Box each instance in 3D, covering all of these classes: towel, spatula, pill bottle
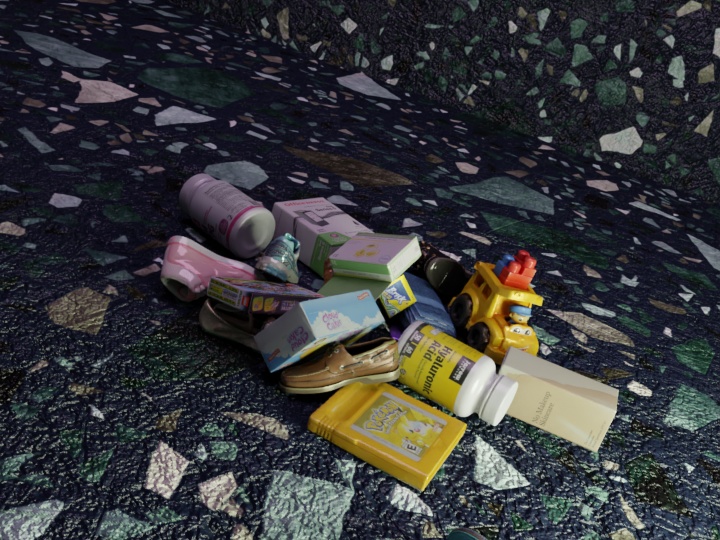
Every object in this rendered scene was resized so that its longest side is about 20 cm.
[{"bbox_3d":[0.121,0.071,1.590,0.112,0.049,0.200,19,22,-21],"label":"towel"},{"bbox_3d":[0.028,0.089,1.522,0.200,0.021,0.057,29,23,-10],"label":"spatula"},{"bbox_3d":[0.155,0.175,1.347,0.200,0.111,0.111,27,28,22],"label":"pill bottle"},{"bbox_3d":[-0.280,-0.118,1.672,0.200,0.113,0.113,34,31,33],"label":"pill bottle"}]

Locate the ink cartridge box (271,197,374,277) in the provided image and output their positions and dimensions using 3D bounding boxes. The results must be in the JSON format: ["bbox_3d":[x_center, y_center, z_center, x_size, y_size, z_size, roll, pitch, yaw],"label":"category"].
[{"bbox_3d":[-0.083,-0.075,1.736,0.145,0.084,0.200,-11,37,-44],"label":"ink cartridge box"}]

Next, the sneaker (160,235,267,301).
[{"bbox_3d":[-0.269,0.025,1.456,0.200,0.075,0.105,27,53,-21],"label":"sneaker"}]

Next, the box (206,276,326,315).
[{"bbox_3d":[-0.153,0.047,1.398,0.110,0.035,0.200,19,7,38],"label":"box"}]

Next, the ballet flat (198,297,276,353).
[{"bbox_3d":[-0.178,0.099,1.358,0.200,0.062,0.067,18,26,2],"label":"ballet flat"}]

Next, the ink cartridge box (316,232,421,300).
[{"bbox_3d":[0.000,0.000,1.497,0.145,0.048,0.200,7,35,39],"label":"ink cartridge box"}]

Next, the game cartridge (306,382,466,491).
[{"bbox_3d":[0.044,0.239,1.244,0.200,0.032,0.176,26,27,17],"label":"game cartridge"}]

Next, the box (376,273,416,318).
[{"bbox_3d":[0.032,0.014,1.578,0.064,0.070,0.200,-32,30,-7],"label":"box"}]

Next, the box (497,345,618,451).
[{"bbox_3d":[0.329,0.218,1.385,0.200,0.095,0.078,21,26,12],"label":"box"}]

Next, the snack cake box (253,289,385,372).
[{"bbox_3d":[-0.064,0.095,1.324,0.200,0.115,0.067,-9,68,-56],"label":"snack cake box"}]

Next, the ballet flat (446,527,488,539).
[{"bbox_3d":[0.184,0.397,0.991,0.074,0.074,0.200,-6,35,-39],"label":"ballet flat"}]

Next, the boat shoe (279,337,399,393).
[{"bbox_3d":[-0.035,0.147,1.296,0.200,0.068,0.072,-8,19,-17],"label":"boat shoe"}]

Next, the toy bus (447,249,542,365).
[{"bbox_3d":[0.282,0.064,1.541,0.136,0.192,0.200,14,26,-25],"label":"toy bus"}]

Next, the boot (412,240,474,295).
[{"bbox_3d":[0.161,-0.010,1.728,0.151,0.073,0.200,35,12,38],"label":"boot"}]

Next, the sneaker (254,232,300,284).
[{"bbox_3d":[-0.141,-0.025,1.543,0.078,0.086,0.200,28,0,-1],"label":"sneaker"}]

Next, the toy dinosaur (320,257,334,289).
[{"bbox_3d":[-0.057,0.051,1.557,0.106,0.060,0.200,4,36,9],"label":"toy dinosaur"}]
